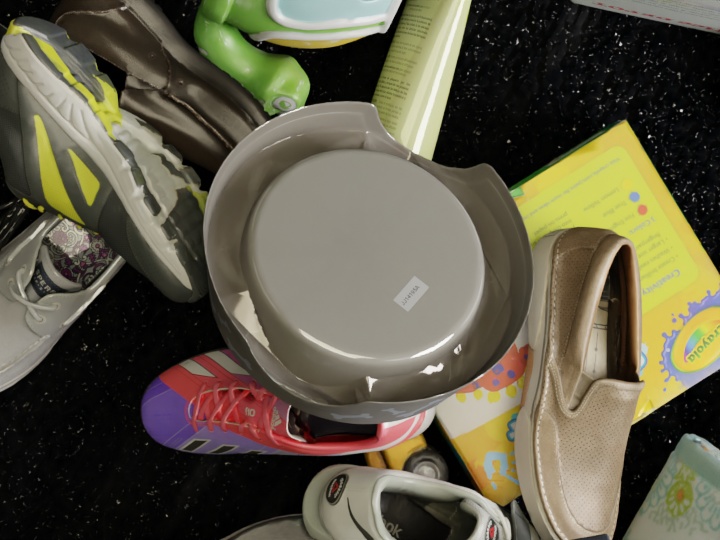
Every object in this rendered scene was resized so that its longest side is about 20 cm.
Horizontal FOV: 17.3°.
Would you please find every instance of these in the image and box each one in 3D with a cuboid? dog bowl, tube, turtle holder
[{"bbox_3d":[0.000,0.000,1.396,0.198,0.059,0.201,6,61,-11],"label":"dog bowl"},{"bbox_3d":[0.034,-0.113,1.496,0.058,0.052,0.201,16,92,24],"label":"tube"},{"bbox_3d":[-0.036,-0.190,1.453,0.131,0.141,0.187,23,87,-5],"label":"turtle holder"}]

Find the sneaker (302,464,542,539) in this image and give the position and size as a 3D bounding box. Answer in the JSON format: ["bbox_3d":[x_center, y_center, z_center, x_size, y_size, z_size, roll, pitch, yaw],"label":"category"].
[{"bbox_3d":[0.068,0.171,1.416,0.199,0.088,0.075,22,72,-22],"label":"sneaker"}]

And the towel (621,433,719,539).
[{"bbox_3d":[0.224,0.219,1.445,0.048,0.200,0.172,22,103,-44],"label":"towel"}]

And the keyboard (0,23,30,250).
[{"bbox_3d":[-0.253,-0.053,1.484,0.127,0.021,0.200,36,88,20],"label":"keyboard"}]

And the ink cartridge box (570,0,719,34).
[{"bbox_3d":[0.222,-0.232,1.443,0.144,0.200,0.146,12,87,-5],"label":"ink cartridge box"}]

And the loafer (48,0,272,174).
[{"bbox_3d":[-0.122,-0.102,1.478,0.200,0.073,0.071,45,73,7],"label":"loafer"}]

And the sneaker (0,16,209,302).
[{"bbox_3d":[-0.162,-0.057,1.428,0.085,0.074,0.200,-39,84,26],"label":"sneaker"}]

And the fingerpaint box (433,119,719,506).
[{"bbox_3d":[0.122,0.028,1.498,0.199,0.073,0.167,-32,91,-3],"label":"fingerpaint box"}]

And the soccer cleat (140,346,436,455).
[{"bbox_3d":[-0.055,0.084,1.456,0.199,0.073,0.069,-2,97,23],"label":"soccer cleat"}]

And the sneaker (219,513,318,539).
[{"bbox_3d":[-0.083,0.197,1.468,0.200,0.108,0.068,-16,86,-11],"label":"sneaker"}]

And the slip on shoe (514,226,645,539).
[{"bbox_3d":[0.140,0.074,1.420,0.076,0.060,0.202,7,84,-42],"label":"slip on shoe"}]

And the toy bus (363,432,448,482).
[{"bbox_3d":[0.044,0.198,1.497,0.078,0.065,0.201,-23,92,-2],"label":"toy bus"}]

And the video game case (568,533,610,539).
[{"bbox_3d":[0.055,0.222,1.410,0.198,0.019,0.143,-10,135,0],"label":"video game case"}]

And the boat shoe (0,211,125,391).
[{"bbox_3d":[-0.190,0.003,1.477,0.200,0.069,0.072,-40,93,-3],"label":"boat shoe"}]
